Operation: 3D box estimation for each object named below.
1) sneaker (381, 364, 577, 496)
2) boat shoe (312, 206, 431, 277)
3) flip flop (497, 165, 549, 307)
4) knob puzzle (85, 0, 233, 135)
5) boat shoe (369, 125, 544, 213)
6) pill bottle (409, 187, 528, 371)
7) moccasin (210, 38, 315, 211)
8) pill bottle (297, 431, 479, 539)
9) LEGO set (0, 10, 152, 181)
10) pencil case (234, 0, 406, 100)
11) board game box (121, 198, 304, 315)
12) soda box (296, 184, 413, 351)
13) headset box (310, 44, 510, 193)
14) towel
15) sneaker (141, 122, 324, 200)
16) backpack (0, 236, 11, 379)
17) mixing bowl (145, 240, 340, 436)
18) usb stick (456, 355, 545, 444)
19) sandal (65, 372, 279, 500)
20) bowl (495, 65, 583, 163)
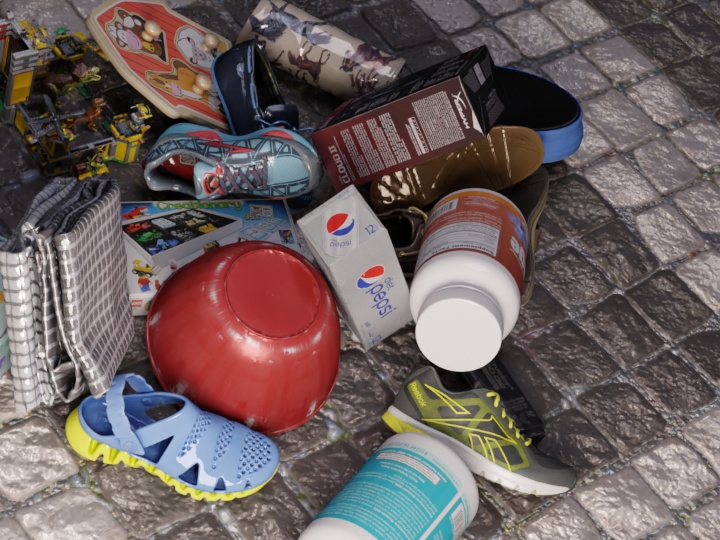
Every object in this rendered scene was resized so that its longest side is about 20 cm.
[{"bbox_3d":[0.123,0.155,1.620,0.199,0.085,0.074,23,0,1],"label":"sneaker"},{"bbox_3d":[0.044,-0.034,1.794,0.199,0.060,0.072,-11,53,-29],"label":"boat shoe"},{"bbox_3d":[0.168,-0.034,1.845,0.081,0.058,0.201,-3,56,15],"label":"flip flop"},{"bbox_3d":[-0.211,-0.243,1.850,0.219,0.030,0.220,31,33,-23],"label":"knob puzzle"},{"bbox_3d":[0.103,-0.115,1.851,0.199,0.073,0.072,-20,13,0],"label":"boat shoe"},{"bbox_3d":[0.109,0.011,1.686,0.112,0.113,0.200,20,33,-3],"label":"pill bottle"},{"bbox_3d":[-0.100,-0.162,1.816,0.080,0.068,0.201,-8,67,-61],"label":"moccasin"},{"bbox_3d":[0.014,0.242,1.498,0.111,0.111,0.200,36,46,13],"label":"pill bottle"},{"bbox_3d":[-0.311,-0.200,1.769,0.153,0.116,0.201,-12,55,-29],"label":"LEGO set"},{"bbox_3d":[-0.048,-0.250,1.946,0.199,0.089,0.078,26,74,3],"label":"pencil case"},{"bbox_3d":[-0.158,-0.016,1.720,0.199,0.035,0.127,-2,51,-22],"label":"board game box"},{"bbox_3d":[0.000,0.000,1.647,0.068,0.200,0.064,-34,62,-5],"label":"soda box"},{"bbox_3d":[0.047,-0.162,1.811,0.078,0.199,0.149,64,22,-12],"label":"headset box"},{"bbox_3d":[-0.259,0.015,1.517,0.085,0.167,0.200,0,20,4],"label":"towel"},{"bbox_3d":[-0.136,-0.098,1.742,0.199,0.080,0.096,4,30,23],"label":"sneaker"},{"bbox_3d":[-0.401,0.021,1.524,0.199,0.151,0.178,27,44,-3],"label":"backpack"},{"bbox_3d":[-0.098,0.048,1.607,0.199,0.108,0.201,9,60,-16],"label":"mixing bowl"},{"bbox_3d":[0.122,0.099,1.724,0.055,0.033,0.200,-9,53,-36],"label":"usb stick"},{"bbox_3d":[-0.168,0.150,1.531,0.199,0.087,0.080,15,44,-10],"label":"sandal"},{"bbox_3d":[0.165,-0.187,1.952,0.199,0.040,0.201,8,29,-4],"label":"bowl"}]
